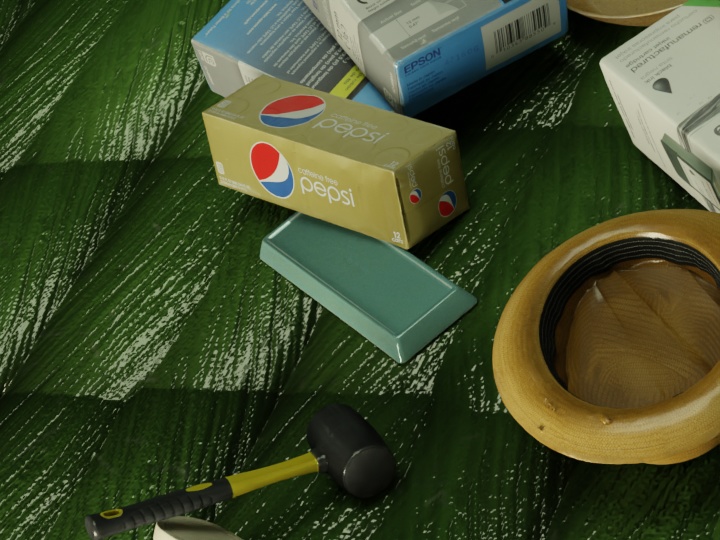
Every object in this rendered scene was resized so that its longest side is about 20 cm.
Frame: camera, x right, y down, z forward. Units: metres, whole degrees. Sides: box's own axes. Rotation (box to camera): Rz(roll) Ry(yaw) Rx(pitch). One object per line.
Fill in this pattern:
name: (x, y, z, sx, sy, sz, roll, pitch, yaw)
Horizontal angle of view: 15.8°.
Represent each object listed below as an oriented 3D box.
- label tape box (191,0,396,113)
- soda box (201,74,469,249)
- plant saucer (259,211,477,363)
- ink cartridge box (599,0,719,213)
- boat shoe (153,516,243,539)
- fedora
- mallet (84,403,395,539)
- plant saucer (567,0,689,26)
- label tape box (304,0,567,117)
label tape box: (-0.007, -0.167, 1.952, 0.199, 0.066, 0.143, 28, 63, 32)
soda box: (-0.019, -0.079, 1.843, 0.199, 0.064, 0.068, 19, 42, 42)
plant saucer: (0.000, 0.000, 1.798, 0.070, 0.019, 0.200, -39, 36, -12)
ink cartridge box: (0.271, -0.107, 1.681, 0.145, 0.084, 0.200, -34, 36, -6)
boat shoe: (-0.063, 0.217, 1.571, 0.200, 0.072, 0.063, 31, 109, 44)
fedora: (0.177, 0.053, 1.562, 0.199, 0.082, 0.201, -15, 44, 15)
mallet: (-0.071, 0.138, 1.613, 0.199, 0.041, 0.066, -20, 32, -27)
plant saucer: (0.232, -0.240, 1.906, 0.199, 0.036, 0.201, -18, 39, 15)
label tape box: (0.038, -0.221, 1.886, 0.143, 0.066, 0.200, -29, 56, -12)
